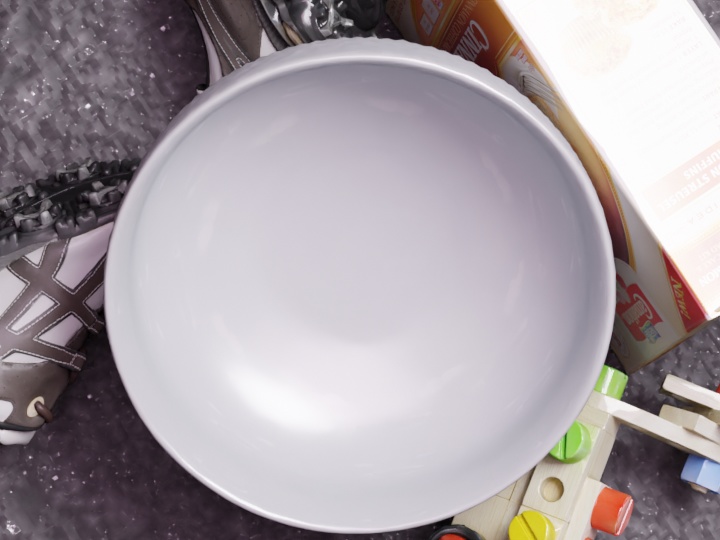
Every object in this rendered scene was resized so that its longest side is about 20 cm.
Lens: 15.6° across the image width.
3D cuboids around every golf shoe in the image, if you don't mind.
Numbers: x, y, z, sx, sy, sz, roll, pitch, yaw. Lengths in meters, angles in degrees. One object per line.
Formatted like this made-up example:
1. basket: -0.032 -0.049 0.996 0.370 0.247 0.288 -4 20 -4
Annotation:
1. golf shoe: -0.138 0.018 1.099 0.199 0.078 0.095 -24 107 -13
2. golf shoe: -0.014 -0.066 1.132 0.078 0.094 0.201 -38 110 -46

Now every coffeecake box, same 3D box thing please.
1. coffeecake box: 0.099 -0.067 1.094 0.073 0.154 0.200 -33 84 -11

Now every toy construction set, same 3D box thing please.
1. toy construction set: 0.101 0.118 1.093 0.131 0.092 0.200 19 69 23

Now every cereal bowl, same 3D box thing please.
1. cereal bowl: 0.000 0.000 1.052 0.199 0.083 0.201 0 107 1
